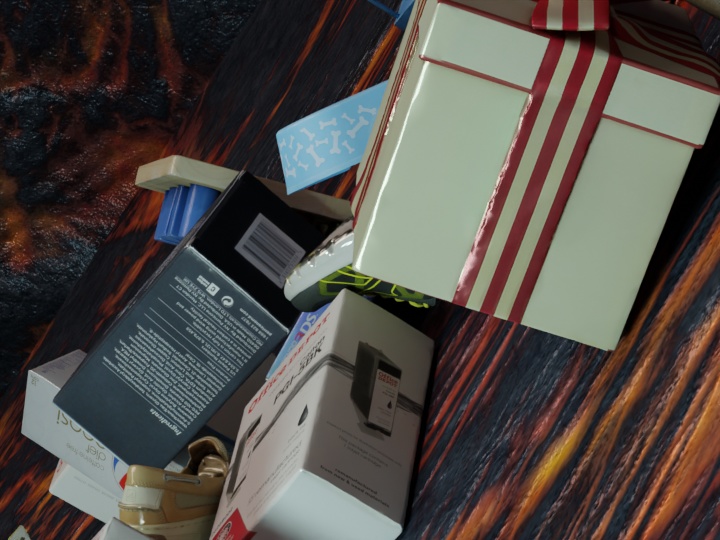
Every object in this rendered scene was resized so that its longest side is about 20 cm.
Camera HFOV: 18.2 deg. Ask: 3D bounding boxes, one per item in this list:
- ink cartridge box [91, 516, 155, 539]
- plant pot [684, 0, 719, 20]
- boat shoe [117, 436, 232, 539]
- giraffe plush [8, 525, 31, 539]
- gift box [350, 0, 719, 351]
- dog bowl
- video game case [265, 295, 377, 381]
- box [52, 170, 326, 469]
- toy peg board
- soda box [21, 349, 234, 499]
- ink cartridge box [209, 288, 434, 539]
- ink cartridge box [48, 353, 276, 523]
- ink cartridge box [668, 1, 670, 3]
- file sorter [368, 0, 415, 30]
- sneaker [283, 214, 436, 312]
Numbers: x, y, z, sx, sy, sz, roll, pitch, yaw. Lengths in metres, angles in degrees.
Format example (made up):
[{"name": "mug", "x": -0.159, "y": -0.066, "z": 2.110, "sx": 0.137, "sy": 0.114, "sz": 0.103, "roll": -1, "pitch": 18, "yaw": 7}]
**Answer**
[{"name": "ink cartridge box", "x": -0.135, "y": 0.225, "z": 1.391, "sx": 0.115, "sy": 0.199, "sz": 0.068, "roll": -45, "pitch": 19, "yaw": 49}, {"name": "plant pot", "x": 0.191, "y": -0.231, "z": 1.206, "sx": 0.201, "sy": 0.197, "sz": 0.201, "roll": -54, "pitch": 14, "yaw": 20}, {"name": "boat shoe", "x": -0.103, "y": 0.157, "z": 1.612, "sx": 0.200, "sy": 0.071, "sz": 0.077, "roll": 1, "pitch": -94, "yaw": -64}, {"name": "giraffe plush", "x": -0.142, "y": 0.257, "z": 1.602, "sx": 0.161, "sy": 0.200, "sz": 0.173, "roll": -4, "pitch": 47, "yaw": 40}, {"name": "gift box", "x": 0.109, "y": -0.086, "z": 1.273, "sx": 0.185, "sy": 0.198, "sz": 0.188, "roll": -99, "pitch": 25, "yaw": -66}, {"name": "dog bowl", "x": 0.025, "y": -0.120, "z": 1.727, "sx": 0.199, "sy": 0.050, "sz": 0.111, "roll": -25, "pitch": 2, "yaw": -10}, {"name": "video game case", "x": 0.000, "y": 0.000, "z": 1.743, "sx": 0.201, "sy": 0.045, "sz": 0.181, "roll": -60, "pitch": -1, "yaw": 4}, {"name": "box", "x": -0.131, "y": 0.044, "z": 1.803, "sx": 0.200, "sy": 0.107, "sz": 0.149, "roll": -48, "pitch": 6, "yaw": 29}, {"name": "toy peg board", "x": -0.094, "y": -0.023, "z": 1.943, "sx": 0.200, "sy": 0.198, "sz": 0.099, "roll": 176, "pitch": 107, "yaw": -76}, {"name": "soda box", "x": -0.194, "y": 0.146, "z": 1.902, "sx": 0.063, "sy": 0.199, "sz": 0.069, "roll": -23, "pitch": -47, "yaw": -48}, {"name": "ink cartridge box", "x": -0.029, "y": 0.132, "z": 1.536, "sx": 0.147, "sy": 0.083, "sz": 0.201, "roll": -50, "pitch": 16, "yaw": 33}, {"name": "ink cartridge box", "x": -0.187, "y": 0.147, "z": 2.049, "sx": 0.200, "sy": 0.125, "sz": 0.129, "roll": -50, "pitch": 16, "yaw": 37}, {"name": "ink cartridge box", "x": 0.137, "y": -0.130, "z": 1.572, "sx": 0.201, "sy": 0.043, "sz": 0.174, "roll": -61, "pitch": 11, "yaw": -3}, {"name": "file sorter", "x": 0.051, "y": -0.380, "z": 2.314, "sx": 0.139, "sy": 0.122, "sz": 0.201, "roll": -48, "pitch": 17, "yaw": 46}, {"name": "sneaker", "x": 0.023, "y": -0.003, "z": 1.576, "sx": 0.200, "sy": 0.085, "sz": 0.074, "roll": -31, "pitch": 9, "yaw": 45}]
